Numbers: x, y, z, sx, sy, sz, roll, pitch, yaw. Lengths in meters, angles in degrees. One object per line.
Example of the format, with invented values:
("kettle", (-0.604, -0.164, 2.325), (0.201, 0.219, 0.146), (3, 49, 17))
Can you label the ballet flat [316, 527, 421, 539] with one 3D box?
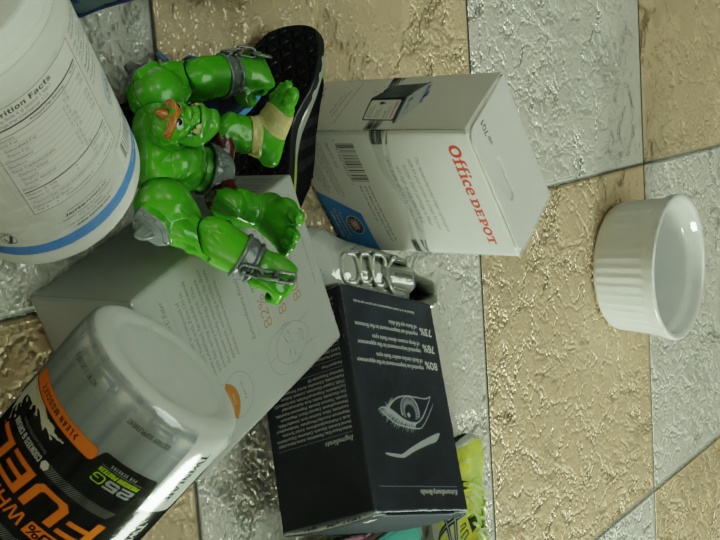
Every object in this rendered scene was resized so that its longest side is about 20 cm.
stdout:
("ballet flat", (-0.020, 0.270, 1.113), (0.199, 0.071, 0.070), (-19, 114, -53))

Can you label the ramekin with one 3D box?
("ramekin", (0.405, -0.006, 1.673), (0.200, 0.097, 0.203), (-2, 93, -54))

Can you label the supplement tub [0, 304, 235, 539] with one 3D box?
("supplement tub", (-0.184, 0.131, 0.765), (0.200, 0.123, 0.122), (-48, 143, 11))

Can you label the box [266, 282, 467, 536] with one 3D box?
("box", (0.000, 0.128, 1.056), (0.147, 0.104, 0.202), (15, 61, -52))

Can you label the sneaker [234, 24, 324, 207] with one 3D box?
("sneaker", (-0.073, -0.114, 1.042), (0.083, 0.071, 0.202), (56, 45, -72))

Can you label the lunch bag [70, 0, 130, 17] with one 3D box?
("lunch bag", (-0.171, -0.252, 0.764), (0.161, 0.198, 0.083), (52, 45, -44))

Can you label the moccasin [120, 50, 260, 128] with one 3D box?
("moccasin", (-0.144, -0.128, 0.912), (0.200, 0.080, 0.069), (-47, 123, -44))

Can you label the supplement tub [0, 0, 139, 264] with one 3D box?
("supplement tub", (-0.218, -0.105, 0.712), (0.201, 0.131, 0.133), (75, 33, -60))

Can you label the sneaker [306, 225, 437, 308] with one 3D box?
("sneaker", (0.000, 0.000, 1.112), (0.199, 0.086, 0.075), (17, 72, -53))

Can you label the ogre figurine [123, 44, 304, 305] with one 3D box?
("ogre figurine", (-0.107, -0.076, 0.841), (0.119, 0.098, 0.203), (6, 79, -28))

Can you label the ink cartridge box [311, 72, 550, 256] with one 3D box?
("ink cartridge box", (0.053, -0.095, 1.086), (0.086, 0.198, 0.147), (-57, 135, -35))

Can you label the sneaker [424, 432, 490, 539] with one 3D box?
("sneaker", (0.114, 0.279, 1.297), (0.075, 0.076, 0.202), (30, 67, -49))

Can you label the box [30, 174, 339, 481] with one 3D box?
("box", (-0.126, 0.037, 0.920), (0.200, 0.105, 0.154), (-43, 125, -45))
